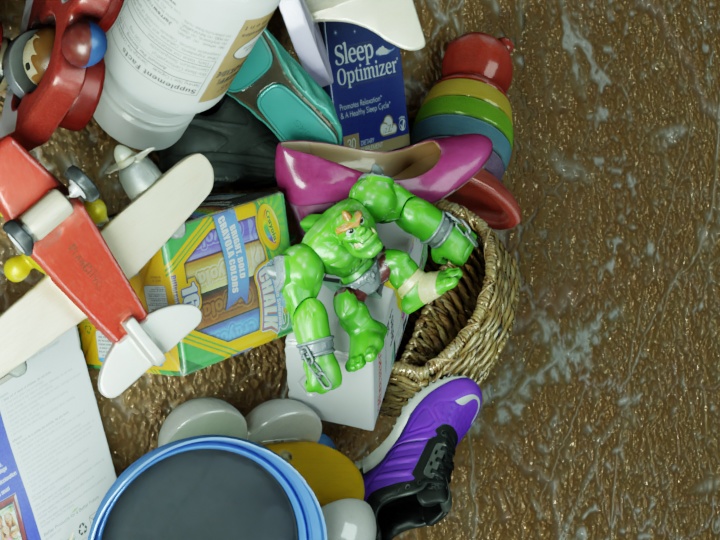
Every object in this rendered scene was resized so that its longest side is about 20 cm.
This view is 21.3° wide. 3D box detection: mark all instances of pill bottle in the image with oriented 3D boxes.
[{"bbox_3d":[-0.145,-0.193,1.548,0.113,0.200,0.115,18,47,-20],"label":"pill bottle"}]

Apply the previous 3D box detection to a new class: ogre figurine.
[{"bbox_3d":[0.000,0.000,1.624,0.200,0.098,0.120,-40,101,-3],"label":"ogre figurine"}]

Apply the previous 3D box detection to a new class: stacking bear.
[{"bbox_3d":[0.110,-0.154,1.971,0.114,0.120,0.202,50,44,-49],"label":"stacking bear"}]

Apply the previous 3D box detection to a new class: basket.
[{"bbox_3d":[0.059,0.027,1.874,0.149,0.142,0.201,51,53,-39],"label":"basket"}]

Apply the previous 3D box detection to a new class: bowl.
[{"bbox_3d":[-0.125,0.228,1.536,0.199,0.039,0.203,-3,99,-19],"label":"bowl"}]

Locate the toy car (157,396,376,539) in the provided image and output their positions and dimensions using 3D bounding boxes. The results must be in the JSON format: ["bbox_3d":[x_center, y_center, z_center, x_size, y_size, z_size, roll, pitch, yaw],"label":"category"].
[{"bbox_3d":[-0.097,0.214,1.684,0.199,0.176,0.151,4,130,-38],"label":"toy car"}]

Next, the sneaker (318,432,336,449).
[{"bbox_3d":[-0.030,0.256,1.821,0.066,0.078,0.202,13,79,-50],"label":"sneaker"}]

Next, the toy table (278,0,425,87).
[{"bbox_3d":[-0.022,-0.277,1.730,0.184,0.116,0.202,-92,164,-71],"label":"toy table"}]

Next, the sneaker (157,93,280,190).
[{"bbox_3d":[-0.108,-0.118,1.715,0.199,0.075,0.092,-3,84,-56],"label":"sneaker"}]

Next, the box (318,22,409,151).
[{"bbox_3d":[-0.007,-0.211,1.872,0.121,0.032,0.202,-20,106,-50],"label":"box"}]

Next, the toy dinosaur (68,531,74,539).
[{"bbox_3d":[-0.228,0.283,1.582,0.200,0.058,0.102,55,42,-59],"label":"toy dinosaur"}]

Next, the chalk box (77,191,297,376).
[{"bbox_3d":[-0.136,0.003,1.635,0.199,0.124,0.125,-18,105,-49],"label":"chalk box"}]

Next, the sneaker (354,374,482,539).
[{"bbox_3d":[0.059,0.188,1.777,0.200,0.099,0.070,-44,133,-17],"label":"sneaker"}]

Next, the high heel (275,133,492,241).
[{"bbox_3d":[0.023,-0.101,1.680,0.199,0.067,0.097,-26,123,-15],"label":"high heel"}]

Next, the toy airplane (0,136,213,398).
[{"bbox_3d":[-0.216,-0.004,1.467,0.198,0.141,0.201,1,107,-34],"label":"toy airplane"}]

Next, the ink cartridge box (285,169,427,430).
[{"bbox_3d":[0.000,0.024,1.755,0.145,0.083,0.201,88,17,-60],"label":"ink cartridge box"}]

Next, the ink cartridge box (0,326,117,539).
[{"bbox_3d":[-0.283,0.152,1.516,0.197,0.047,0.202,-32,115,-46],"label":"ink cartridge box"}]

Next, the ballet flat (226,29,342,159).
[{"bbox_3d":[-0.089,-0.177,1.682,0.200,0.067,0.071,47,16,-28],"label":"ballet flat"}]

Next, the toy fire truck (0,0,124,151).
[{"bbox_3d":[-0.228,-0.196,1.450,0.111,0.168,0.202,17,76,-25],"label":"toy fire truck"}]
